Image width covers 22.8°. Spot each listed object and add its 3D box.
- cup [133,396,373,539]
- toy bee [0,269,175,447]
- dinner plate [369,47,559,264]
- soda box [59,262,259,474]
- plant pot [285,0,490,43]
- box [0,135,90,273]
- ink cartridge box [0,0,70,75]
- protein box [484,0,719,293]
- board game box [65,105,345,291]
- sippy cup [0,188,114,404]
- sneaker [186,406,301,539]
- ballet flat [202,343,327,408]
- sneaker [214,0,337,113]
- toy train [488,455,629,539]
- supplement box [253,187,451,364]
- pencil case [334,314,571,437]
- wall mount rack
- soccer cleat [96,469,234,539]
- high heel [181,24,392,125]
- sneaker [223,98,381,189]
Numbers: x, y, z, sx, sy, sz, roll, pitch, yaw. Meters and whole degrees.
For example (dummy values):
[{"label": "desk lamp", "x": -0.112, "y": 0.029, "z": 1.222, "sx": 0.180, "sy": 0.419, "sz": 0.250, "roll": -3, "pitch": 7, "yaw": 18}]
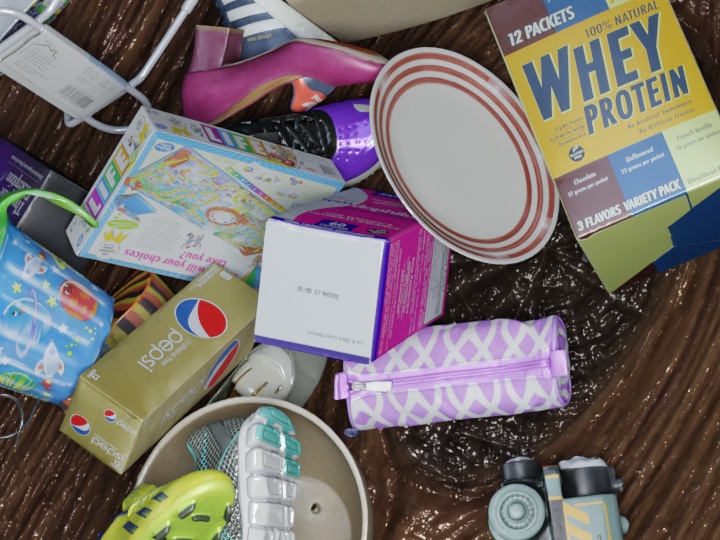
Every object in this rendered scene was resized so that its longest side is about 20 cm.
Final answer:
[{"label": "cup", "x": -0.072, "y": 0.213, "z": 1.465, "sx": 0.199, "sy": 0.143, "sz": 0.202, "roll": -3, "pitch": 77, "yaw": 15}, {"label": "toy bee", "x": -0.232, "y": 0.090, "z": 1.557, "sx": 0.130, "sy": 0.109, "sz": 0.201, "roll": 25, "pitch": 95, "yaw": -25}, {"label": "dinner plate", "x": 0.084, "y": -0.093, "z": 1.482, "sx": 0.024, "sy": 0.199, "sz": 0.201, "roll": -38, "pitch": 66, "yaw": 45}, {"label": "soda box", "x": -0.155, "y": 0.076, "z": 1.448, "sx": 0.064, "sy": 0.200, "sz": 0.068, "roll": 33, "pitch": 129, "yaw": 10}, {"label": "plant pot", "x": 0.007, "y": -0.311, "z": 1.536, "sx": 0.176, "sy": 0.200, "sz": 0.201, "roll": -30, "pitch": 72, "yaw": 14}, {"label": "box", "x": -0.304, "y": -0.029, "z": 1.561, "sx": 0.142, "sy": 0.079, "sz": 0.200, "roll": -61, "pitch": 28, "yaw": -1}, {"label": "ink cartridge box", "x": -0.316, "y": -0.296, "z": 1.696, "sx": 0.109, "sy": 0.050, "sz": 0.200, "roll": 43, "pitch": 91, "yaw": 20}, {"label": "protein box", "x": 0.211, "y": -0.116, "z": 1.426, "sx": 0.134, "sy": 0.199, "sz": 0.201, "roll": -23, "pitch": 72, "yaw": 9}, {"label": "board game box", "x": -0.127, "y": -0.053, "z": 1.492, "sx": 0.135, "sy": 0.199, "sz": 0.034, "roll": -54, "pitch": 44, "yaw": 24}, {"label": "sippy cup", "x": -0.269, "y": 0.036, "z": 1.404, "sx": 0.130, "sy": 0.140, "sz": 0.178, "roll": 30, "pitch": 121, "yaw": -18}, {"label": "sneaker", "x": -0.099, "y": 0.206, "z": 1.371, "sx": 0.091, "sy": 0.077, "sz": 0.201, "roll": -5, "pitch": 73, "yaw": 32}, {"label": "ballet flat", "x": -0.101, "y": 0.121, "z": 1.535, "sx": 0.067, "sy": 0.064, "sz": 0.200, "roll": 39, "pitch": 90, "yaw": 20}, {"label": "sneaker", "x": -0.101, "y": -0.215, "z": 1.605, "sx": 0.200, "sy": 0.075, "sz": 0.085, "roll": 40, "pitch": 97, "yaw": 24}, {"label": "toy train", "x": 0.165, "y": 0.246, "z": 1.428, "sx": 0.113, "sy": 0.085, "sz": 0.201, "roll": -7, "pitch": 74, "yaw": 2}, {"label": "supplement box", "x": 0.000, "y": 0.000, "z": 1.451, "sx": 0.101, "sy": 0.200, "sz": 0.104, "roll": 10, "pitch": 102, "yaw": 17}, {"label": "pencil case", "x": 0.077, "y": 0.084, "z": 1.481, "sx": 0.199, "sy": 0.085, "sz": 0.085, "roll": -9, "pitch": 79, "yaw": 13}, {"label": "wall mount rack", "x": -0.246, "y": -0.211, "z": 1.590, "sx": 0.173, "sy": 0.200, "sz": 0.075, "roll": -29, "pitch": 48, "yaw": 28}, {"label": "soccer cleat", "x": -0.155, "y": 0.188, "z": 1.337, "sx": 0.200, "sy": 0.064, "sz": 0.084, "roll": -49, "pitch": 45, "yaw": 46}, {"label": "high heel", "x": -0.064, "y": -0.153, "z": 1.528, "sx": 0.199, "sy": 0.067, "sz": 0.097, "roll": 12, "pitch": 98, "yaw": 32}, {"label": "sneaker", "x": -0.066, "y": -0.104, "z": 1.554, "sx": 0.199, "sy": 0.099, "sz": 0.070, "roll": -18, "pitch": 76, "yaw": 12}]
